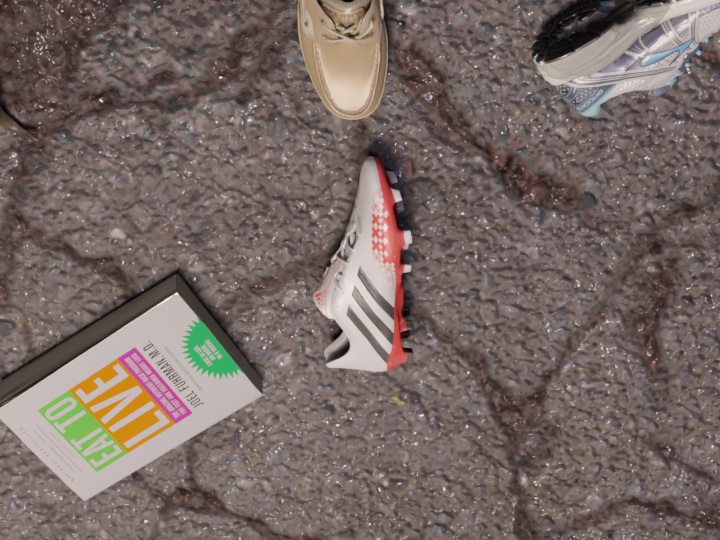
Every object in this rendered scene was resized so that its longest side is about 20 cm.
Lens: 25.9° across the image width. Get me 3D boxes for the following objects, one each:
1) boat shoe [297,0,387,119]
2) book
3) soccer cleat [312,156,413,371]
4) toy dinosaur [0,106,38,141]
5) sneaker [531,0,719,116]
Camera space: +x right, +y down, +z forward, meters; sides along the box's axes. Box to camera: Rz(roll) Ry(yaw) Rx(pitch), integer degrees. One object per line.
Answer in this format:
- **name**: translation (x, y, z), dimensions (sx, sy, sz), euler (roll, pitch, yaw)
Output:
- **boat shoe**: translation (-0.015, -0.207, 1.216), dimensions (0.071, 0.065, 0.203), euler (-4, 117, 0)
- **book**: translation (-0.204, 0.107, 1.387), dimensions (0.199, 0.048, 0.134), euler (-32, 118, 12)
- **soccer cleat**: translation (0.000, 0.000, 1.323), dimensions (0.084, 0.069, 0.202), euler (-6, 122, -3)
- **toy dinosaur**: translation (-0.349, -0.143, 1.234), dimensions (0.198, 0.077, 0.103), euler (25, 127, -9)
- **sneaker**: translation (0.239, -0.191, 1.238), dimensions (0.198, 0.078, 0.087), euler (-24, 128, 18)
